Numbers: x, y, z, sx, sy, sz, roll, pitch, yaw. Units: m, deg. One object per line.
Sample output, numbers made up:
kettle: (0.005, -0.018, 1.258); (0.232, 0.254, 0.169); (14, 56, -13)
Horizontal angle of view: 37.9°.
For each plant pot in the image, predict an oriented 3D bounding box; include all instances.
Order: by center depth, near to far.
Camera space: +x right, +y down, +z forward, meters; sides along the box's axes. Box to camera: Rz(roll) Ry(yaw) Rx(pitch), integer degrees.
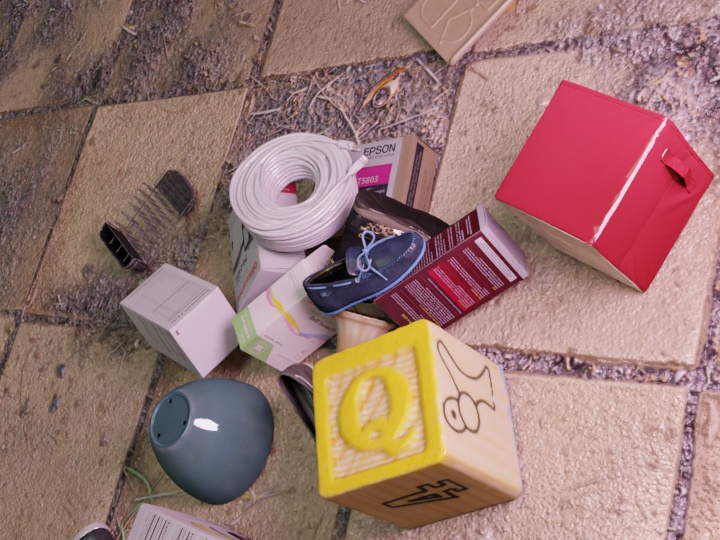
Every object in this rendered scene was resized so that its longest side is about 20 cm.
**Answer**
plant pot: (-0.255, 0.254, 1.659); (0.198, 0.134, 0.202); (-19, 57, 31)

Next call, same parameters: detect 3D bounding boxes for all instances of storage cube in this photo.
storage cube: (0.314, -0.109, 1.356); (0.199, 0.170, 0.181); (31, 90, 43)

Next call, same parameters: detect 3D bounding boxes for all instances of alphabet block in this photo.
alphabet block: (0.073, 0.207, 1.369); (0.195, 0.199, 0.197); (-25, 53, 27)

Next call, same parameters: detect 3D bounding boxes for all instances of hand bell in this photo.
hand bell: (-0.019, 0.163, 1.564); (0.103, 0.104, 0.203); (13, 89, 42)

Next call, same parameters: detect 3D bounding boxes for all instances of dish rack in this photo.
dish rack: (-0.408, -0.105, 2.029); (0.201, 0.054, 0.153); (-52, 47, 5)

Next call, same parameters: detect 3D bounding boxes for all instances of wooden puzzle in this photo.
wooden puzzle: (0.180, -0.442, 1.730); (0.185, 0.046, 0.201); (-45, 43, 12)

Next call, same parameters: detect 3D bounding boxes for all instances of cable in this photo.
cable: (-0.102, -0.125, 1.629); (0.198, 0.069, 0.201); (23, 68, 28)

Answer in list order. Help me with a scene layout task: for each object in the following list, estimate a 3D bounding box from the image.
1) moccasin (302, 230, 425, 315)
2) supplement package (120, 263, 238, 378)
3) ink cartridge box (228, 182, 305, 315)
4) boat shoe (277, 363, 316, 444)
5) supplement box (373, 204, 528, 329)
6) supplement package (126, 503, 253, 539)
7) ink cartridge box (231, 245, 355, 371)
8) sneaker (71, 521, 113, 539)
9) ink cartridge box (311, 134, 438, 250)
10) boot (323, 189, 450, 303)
moccasin: (0.000, 0.000, 1.481); (0.199, 0.068, 0.081); (-33, 29, 24)
supplement package: (-0.297, 0.081, 1.760); (0.114, 0.110, 0.199); (-42, 33, -20)
ink cartridge box: (-0.156, -0.041, 1.727); (0.146, 0.082, 0.202); (122, 146, -48)
boat shoe: (-0.055, 0.223, 1.521); (0.067, 0.057, 0.201); (-46, 69, 28)
supplement box: (0.126, 0.009, 1.486); (0.199, 0.109, 0.061); (-34, 30, 21)
supplement package: (-0.211, 0.445, 1.484); (0.198, 0.191, 0.149); (11, 75, 41)
ink cartridge box: (-0.088, 0.062, 1.633); (0.199, 0.117, 0.068); (-39, 47, 17)
sneaker: (-0.480, 0.526, 1.745); (0.200, 0.073, 0.112); (-49, 45, 7)
ink cartridge box: (0.014, -0.117, 1.673); (0.198, 0.075, 0.167); (-6, 65, 38)
boot: (0.052, -0.017, 1.551); (0.151, 0.198, 0.074); (-58, 16, 31)
